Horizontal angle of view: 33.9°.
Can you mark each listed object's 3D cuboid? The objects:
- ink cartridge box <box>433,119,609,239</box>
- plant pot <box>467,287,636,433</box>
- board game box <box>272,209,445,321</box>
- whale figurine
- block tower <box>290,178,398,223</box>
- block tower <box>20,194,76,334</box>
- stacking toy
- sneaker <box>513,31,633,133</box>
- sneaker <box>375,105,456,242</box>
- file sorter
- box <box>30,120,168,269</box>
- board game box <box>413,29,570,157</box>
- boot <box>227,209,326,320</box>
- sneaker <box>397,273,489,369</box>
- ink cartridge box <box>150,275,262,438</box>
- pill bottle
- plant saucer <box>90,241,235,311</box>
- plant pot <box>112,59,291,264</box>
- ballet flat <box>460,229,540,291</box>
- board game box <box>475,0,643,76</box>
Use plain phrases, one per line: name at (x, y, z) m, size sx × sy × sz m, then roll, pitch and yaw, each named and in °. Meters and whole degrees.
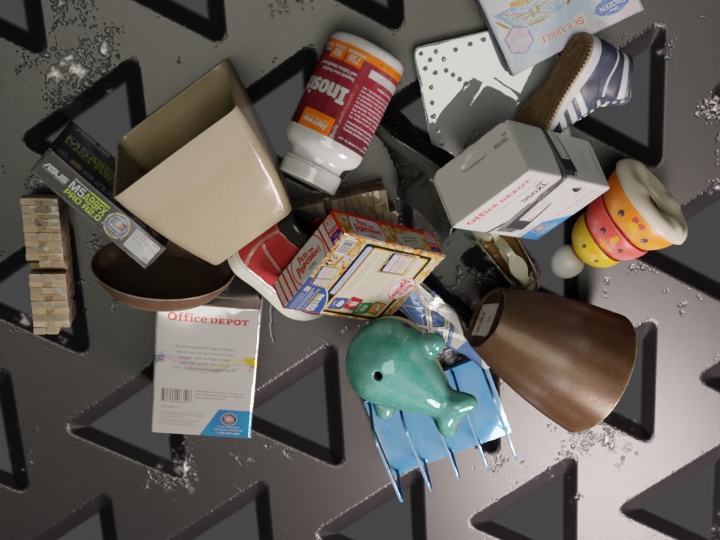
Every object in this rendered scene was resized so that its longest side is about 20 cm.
ink cartridge box at (0.219, -0.118, 1.604) m, size 0.199 × 0.085 × 0.144 m, roll 5°, pitch 146°, yaw -46°
plant pot at (0.259, 0.109, 1.698) m, size 0.199 × 0.187 × 0.188 m, roll 26°, pitch 106°, yaw -18°
board game box at (0.000, 0.000, 1.638) m, size 0.199 × 0.047 × 0.152 m, roll 12°, pitch 129°, yaw -43°
whale figurine at (0.067, 0.157, 1.673) m, size 0.200 × 0.104 × 0.160 m, roll 40°, pitch 111°, yaw 6°
block tower at (-0.049, -0.080, 1.695) m, size 0.198 × 0.054 × 0.058 m, roll -11°, pitch 111°, yaw 0°
block tower at (-0.444, -0.014, 1.686) m, size 0.053 × 0.058 × 0.202 m, roll -1°, pitch 111°, yaw -2°
stacking toy at (0.358, -0.050, 1.708) m, size 0.146 × 0.147 × 0.200 m, roll 40°, pitch 119°, yaw -15°
sneaker at (0.296, -0.229, 1.629) m, size 0.108 × 0.070 × 0.201 m, roll 9°, pitch 130°, yaw -33°
sneaker at (0.072, -0.140, 1.672) m, size 0.199 × 0.060 × 0.105 m, roll 38°, pitch 133°, yaw 8°
file sorter at (0.124, 0.243, 1.783) m, size 0.198 × 0.123 × 0.140 m, roll -21°, pitch 110°, yaw 4°
box at (-0.345, -0.106, 1.612) m, size 0.200 × 0.160 × 0.044 m, roll 42°, pitch 104°, yaw -15°
board game box at (0.188, -0.240, 1.669) m, size 0.198 × 0.026 × 0.202 m, roll -13°, pitch 109°, yaw 1°
boot at (-0.073, -0.008, 1.666) m, size 0.143 × 0.073 × 0.200 m, roll -28°, pitch 139°, yaw 21°
sneaker at (0.120, 0.077, 1.756) m, size 0.200 × 0.076 × 0.077 m, roll 44°, pitch 109°, yaw -5°
ink cartridge box at (-0.220, 0.116, 1.704) m, size 0.145 × 0.145 × 0.202 m, roll 5°, pitch 109°, yaw -5°
pill bottle at (-0.030, -0.210, 1.596) m, size 0.112 × 0.113 × 0.202 m, roll 25°, pitch 90°, yaw -12°
plant saucer at (-0.273, 0.006, 1.636) m, size 0.198 × 0.201 × 0.035 m, roll 5°, pitch 116°, yaw -5°
plant pot at (-0.201, -0.132, 1.603) m, size 0.199 × 0.200 × 0.177 m, roll -35°, pitch 117°, yaw 9°
ballet flat at (0.202, -0.043, 1.714) m, size 0.069 × 0.071 × 0.200 m, roll -39°, pitch 107°, yaw 3°
board game box at (0.250, -0.397, 1.592) m, size 0.198 × 0.041 × 0.201 m, roll -26°, pitch 100°, yaw 3°
